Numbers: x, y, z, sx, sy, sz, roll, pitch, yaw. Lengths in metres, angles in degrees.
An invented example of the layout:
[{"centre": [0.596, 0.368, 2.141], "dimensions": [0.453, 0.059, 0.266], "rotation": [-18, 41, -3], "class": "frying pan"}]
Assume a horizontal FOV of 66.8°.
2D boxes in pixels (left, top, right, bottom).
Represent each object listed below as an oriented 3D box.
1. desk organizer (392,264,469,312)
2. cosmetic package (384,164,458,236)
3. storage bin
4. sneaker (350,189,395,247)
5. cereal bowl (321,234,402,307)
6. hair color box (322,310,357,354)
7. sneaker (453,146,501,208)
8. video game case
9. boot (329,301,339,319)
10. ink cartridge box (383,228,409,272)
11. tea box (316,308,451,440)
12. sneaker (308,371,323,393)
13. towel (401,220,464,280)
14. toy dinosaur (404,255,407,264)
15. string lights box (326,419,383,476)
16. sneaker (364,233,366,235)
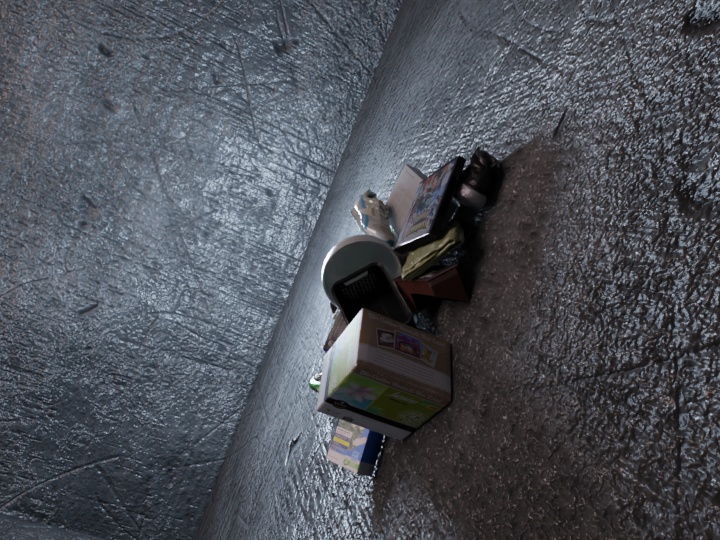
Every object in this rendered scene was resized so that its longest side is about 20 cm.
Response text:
[{"centre": [0.142, 0.039, 1.134], "dimensions": [0.071, 0.078, 0.200], "rotation": [-25, 6, -15], "class": "desk organizer"}, {"centre": [0.141, -0.152, 1.368], "dimensions": [0.201, 0.051, 0.153], "rotation": [54, 126, 46], "class": "cosmetic package"}, {"centre": [0.032, 0.097, 1.212], "dimensions": [0.133, 0.095, 0.201], "rotation": [-27, 46, -3], "class": "storage bin"}, {"centre": [0.039, -0.135, 1.398], "dimensions": [0.081, 0.076, 0.201], "rotation": [-52, 43, 18], "class": "sneaker"}, {"centre": [0.000, 0.000, 1.332], "dimensions": [0.202, 0.197, 0.084], "rotation": [-62, 22, 21], "class": "cereal bowl"}, {"centre": [-0.022, 0.193, 1.362], "dimensions": [0.111, 0.064, 0.201], "rotation": [-65, -26, -24], "class": "hair color box"}, {"centre": [0.241, -0.203, 1.182], "dimensions": [0.115, 0.075, 0.200], "rotation": [-60, 15, 7], "class": "sneaker"}, {"centre": [0.147, -0.137, 1.191], "dimensions": [0.184, 0.025, 0.200], "rotation": [-68, 13, -14], "class": "video game case"}, {"centre": [-0.016, 0.102, 1.526], "dimensions": [0.201, 0.144, 0.071], "rotation": [-104, 37, -66], "class": "boot"}, {"centre": [0.074, 0.000, 1.463], "dimensions": [0.202, 0.086, 0.146], "rotation": [-58, 18, 30], "class": "ink cartridge box"}, {"centre": [0.044, 0.206, 1.060], "dimensions": [0.135, 0.197, 0.198], "rotation": [-82, 20, -43], "class": "tea box"}, {"centre": [-0.051, 0.249, 1.240], "dimensions": [0.199, 0.077, 0.086], "rotation": [-16, 47, 59], "class": "sneaker"}, {"centre": [0.154, -0.047, 1.145], "dimensions": [0.147, 0.037, 0.200], "rotation": [-36, 4, 18], "class": "towel"}, {"centre": [0.119, 0.027, 1.316], "dimensions": [0.200, 0.059, 0.108], "rotation": [137, 149, -60], "class": "toy dinosaur"}, {"centre": [0.005, 0.340, 1.222], "dimensions": [0.102, 0.059, 0.204], "rotation": [5, 73, 44], "class": "string lights box"}, {"centre": [0.010, -0.026, 1.429], "dimensions": [0.091, 0.065, 0.203], "rotation": [129, 160, -56], "class": "sneaker"}]
